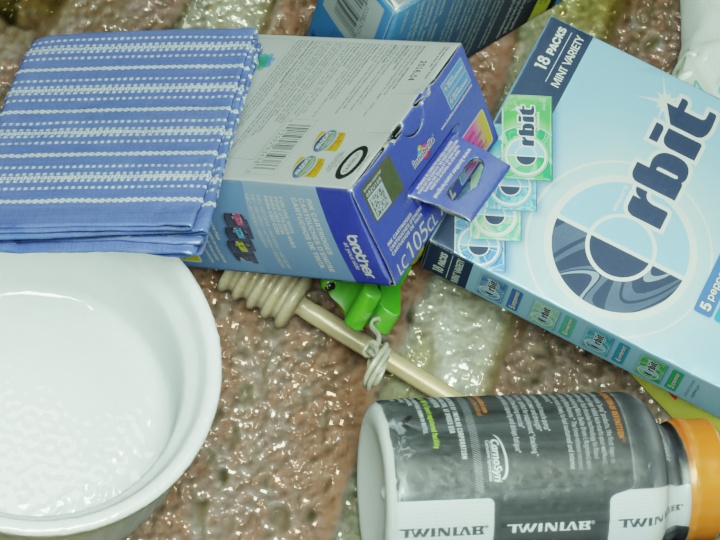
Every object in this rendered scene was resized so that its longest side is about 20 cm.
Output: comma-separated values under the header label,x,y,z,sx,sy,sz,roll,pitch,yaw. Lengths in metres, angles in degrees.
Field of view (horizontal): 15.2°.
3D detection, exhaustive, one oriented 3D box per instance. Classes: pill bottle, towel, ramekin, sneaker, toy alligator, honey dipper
label,x,y,z,sx,sy,sz,roll,pitch,yaw
pill bottle,0.104,0.122,1.525,0.199,0.106,0.107,-2,66,-10
towel,-0.138,-0.073,1.518,0.144,0.024,0.200,0,38,10
ramekin,-0.181,0.067,1.505,0.200,0.098,0.201,4,65,-8
sneaker,0.214,-0.098,1.668,0.080,0.070,0.201,-3,67,-8
toy alligator,0.000,0.000,1.551,0.054,0.059,0.200,26,30,-6
honey dipper,0.009,0.047,1.583,0.200,0.038,0.038,32,64,3

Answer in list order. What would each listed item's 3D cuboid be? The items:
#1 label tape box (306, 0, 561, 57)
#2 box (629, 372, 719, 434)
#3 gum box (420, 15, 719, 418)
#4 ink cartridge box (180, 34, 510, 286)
label,x,y,z,sx,sy,sz,roll,pitch,yaw
label tape box,0.068,-0.189,1.642,0.200,0.143,0.066,-34,76,-22
box,0.207,0.051,1.608,0.075,0.050,0.200,-36,76,-22
gum box,0.162,-0.033,1.585,0.200,0.045,0.170,27,68,6
ink cartridge box,-0.016,-0.065,1.540,0.200,0.076,0.137,4,44,37
